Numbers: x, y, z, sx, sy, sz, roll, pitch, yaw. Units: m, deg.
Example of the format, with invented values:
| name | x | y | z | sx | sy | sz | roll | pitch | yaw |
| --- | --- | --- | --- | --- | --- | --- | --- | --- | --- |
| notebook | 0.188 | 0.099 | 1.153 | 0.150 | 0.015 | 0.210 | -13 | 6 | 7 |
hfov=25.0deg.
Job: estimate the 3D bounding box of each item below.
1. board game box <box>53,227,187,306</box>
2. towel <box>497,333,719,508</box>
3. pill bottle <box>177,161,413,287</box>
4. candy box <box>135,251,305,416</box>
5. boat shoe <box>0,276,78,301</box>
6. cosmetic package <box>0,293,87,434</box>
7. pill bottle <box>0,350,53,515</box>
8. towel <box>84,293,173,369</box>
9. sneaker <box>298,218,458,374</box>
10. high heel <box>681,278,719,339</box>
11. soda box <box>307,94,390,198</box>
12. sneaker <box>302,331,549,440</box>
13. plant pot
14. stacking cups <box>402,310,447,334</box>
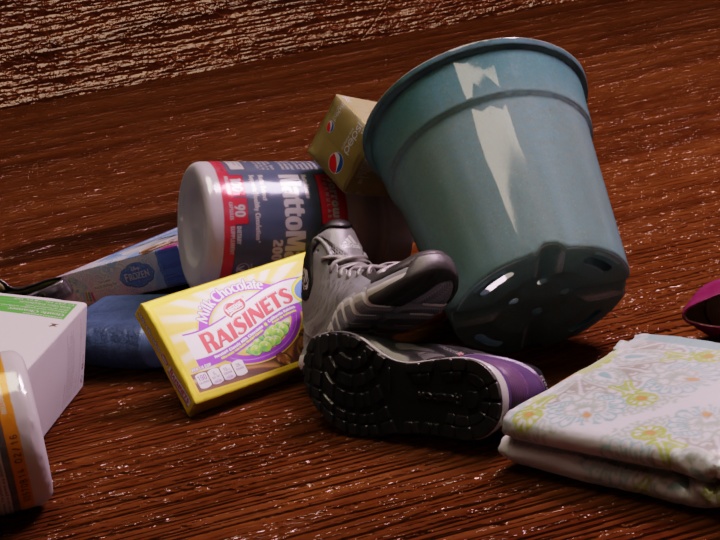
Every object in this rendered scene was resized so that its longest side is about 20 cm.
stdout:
| name | x | y | z | sx | sy | sz | roll | pitch | yaw |
| --- | --- | --- | --- | --- | --- | --- | --- | --- | --- |
| board game box | -0.181 | -0.020 | 1.677 | 0.199 | 0.043 | 0.200 | -14 | 9 | 41 |
| towel | 0.216 | 0.100 | 1.092 | 0.200 | 0.048 | 0.171 | 7 | 25 | 45 |
| pill bottle | -0.059 | -0.042 | 1.490 | 0.200 | 0.120 | 0.120 | -2 | 12 | -20 |
| candy box | -0.080 | 0.046 | 1.368 | 0.200 | 0.102 | 0.026 | -19 | -25 | -32 |
| boat shoe | -0.365 | 0.038 | 1.606 | 0.200 | 0.065 | 0.073 | -6 | 17 | 16 |
| cosmetic package | -0.299 | 0.087 | 1.324 | 0.108 | 0.085 | 0.200 | 7 | 15 | 2 |
| pill bottle | -0.326 | 0.132 | 1.146 | 0.200 | 0.116 | 0.116 | -13 | 16 | -14 |
| towel | -0.167 | 0.058 | 1.454 | 0.200 | 0.049 | 0.112 | 0 | 18 | 26 |
| sneaker | 0.000 | 0.000 | 1.287 | 0.075 | 0.116 | 0.200 | 6 | -28 | -32 |
| high heel | 0.350 | 0.024 | 1.242 | 0.200 | 0.067 | 0.096 | -15 | -3 | 42 |
| soda box | 0.052 | -0.105 | 1.485 | 0.200 | 0.064 | 0.068 | 6 | 32 | -44 |
| sneaker | 0.049 | 0.088 | 1.217 | 0.200 | 0.076 | 0.088 | 10 | 9 | 40 |
| plant pot | 0.120 | -0.052 | 1.333 | 0.200 | 0.200 | 0.196 | -11 | 57 | -7 |
| stacking cups | 0.075 | 0.015 | 1.416 | 0.200 | 0.061 | 0.060 | -14 | 15 | -34 |
